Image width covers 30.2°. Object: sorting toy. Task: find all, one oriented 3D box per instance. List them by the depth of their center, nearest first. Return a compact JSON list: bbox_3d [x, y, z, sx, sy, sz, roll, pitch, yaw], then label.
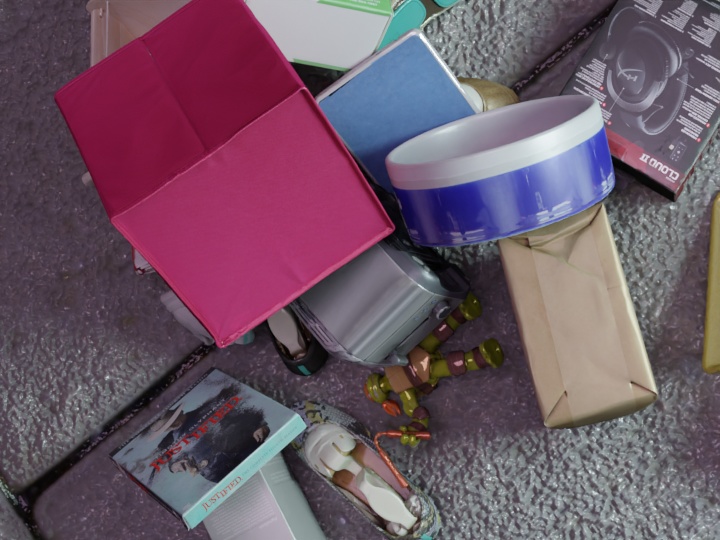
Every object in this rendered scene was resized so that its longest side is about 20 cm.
[{"bbox_3d":[-0.195,-0.197,1.344,0.180,0.106,0.201,-20,66,48],"label":"sorting toy"}]

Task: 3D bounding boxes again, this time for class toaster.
[{"bbox_3d":[0.000,0.000,1.289,0.129,0.113,0.200,-50,61,17],"label":"toaster"}]

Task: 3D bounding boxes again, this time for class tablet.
[{"bbox_3d":[0.061,-0.128,1.320,0.130,0.014,0.200,-33,114,17],"label":"tablet"}]

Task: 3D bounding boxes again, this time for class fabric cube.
[{"bbox_3d":[-0.123,-0.094,1.188,0.200,0.196,0.200,-33,46,0],"label":"fabric cube"}]

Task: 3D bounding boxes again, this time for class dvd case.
[{"bbox_3d":[-0.154,0.168,1.304,0.146,0.200,0.022,-40,115,-17],"label":"dvd case"}]

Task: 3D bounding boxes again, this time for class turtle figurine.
[{"bbox_3d":[0.063,0.103,1.330,0.161,0.064,0.201,-30,63,25],"label":"turtle figurine"}]

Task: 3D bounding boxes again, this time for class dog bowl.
[{"bbox_3d":[0.127,-0.092,1.213,0.199,0.200,0.079,-14,105,11],"label":"dog bowl"}]

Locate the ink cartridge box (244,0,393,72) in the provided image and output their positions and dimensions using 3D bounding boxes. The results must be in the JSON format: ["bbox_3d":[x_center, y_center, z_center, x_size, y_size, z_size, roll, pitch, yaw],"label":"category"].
[{"bbox_3d":[-0.061,-0.300,1.313,0.145,0.084,0.201,7,48,-20],"label":"ink cartridge box"}]

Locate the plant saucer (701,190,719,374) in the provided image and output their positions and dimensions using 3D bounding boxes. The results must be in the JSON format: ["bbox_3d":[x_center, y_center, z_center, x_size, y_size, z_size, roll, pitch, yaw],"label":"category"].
[{"bbox_3d":[0.401,-0.013,1.205,0.048,0.200,0.201,23,60,-23],"label":"plant saucer"}]

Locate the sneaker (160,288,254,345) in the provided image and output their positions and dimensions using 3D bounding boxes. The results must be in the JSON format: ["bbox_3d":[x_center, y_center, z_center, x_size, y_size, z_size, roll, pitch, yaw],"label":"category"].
[{"bbox_3d":[-0.129,0.035,1.334,0.075,0.200,0.089,-36,99,-25],"label":"sneaker"}]

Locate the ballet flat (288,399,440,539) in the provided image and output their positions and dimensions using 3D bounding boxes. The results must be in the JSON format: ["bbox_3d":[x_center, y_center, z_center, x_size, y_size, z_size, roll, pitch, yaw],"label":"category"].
[{"bbox_3d":[-0.002,0.201,1.340,0.200,0.072,0.072,40,94,13],"label":"ballet flat"}]

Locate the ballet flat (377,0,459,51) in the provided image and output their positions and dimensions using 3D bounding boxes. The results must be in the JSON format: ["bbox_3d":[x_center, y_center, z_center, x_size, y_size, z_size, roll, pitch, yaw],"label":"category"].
[{"bbox_3d":[0.055,-0.285,1.368,0.200,0.068,0.062,-43,39,-6],"label":"ballet flat"}]

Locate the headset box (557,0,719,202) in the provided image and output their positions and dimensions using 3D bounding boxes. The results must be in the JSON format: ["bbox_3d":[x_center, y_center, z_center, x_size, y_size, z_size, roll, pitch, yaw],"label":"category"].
[{"bbox_3d":[0.287,-0.174,1.303,0.148,0.077,0.201,32,93,13],"label":"headset box"}]

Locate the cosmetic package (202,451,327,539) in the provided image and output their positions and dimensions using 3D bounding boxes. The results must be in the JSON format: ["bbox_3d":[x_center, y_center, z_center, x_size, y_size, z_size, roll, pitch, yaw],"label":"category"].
[{"bbox_3d":[-0.091,0.267,1.335,0.090,0.107,0.201,-27,79,9],"label":"cosmetic package"}]

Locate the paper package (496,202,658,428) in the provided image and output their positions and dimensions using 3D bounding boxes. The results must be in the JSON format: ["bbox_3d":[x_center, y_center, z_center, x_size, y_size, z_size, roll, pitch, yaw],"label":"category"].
[{"bbox_3d":[0.202,0.048,1.241,0.103,0.200,0.192,-16,81,9],"label":"paper package"}]

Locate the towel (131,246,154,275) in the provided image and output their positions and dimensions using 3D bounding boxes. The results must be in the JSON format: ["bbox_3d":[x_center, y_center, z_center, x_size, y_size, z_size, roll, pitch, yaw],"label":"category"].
[{"bbox_3d":[-0.154,-0.086,1.393,0.199,0.023,0.145,-19,57,11],"label":"towel"}]

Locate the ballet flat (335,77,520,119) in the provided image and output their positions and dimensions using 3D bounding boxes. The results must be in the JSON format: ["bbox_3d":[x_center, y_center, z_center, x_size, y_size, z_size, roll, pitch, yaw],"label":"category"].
[{"bbox_3d":[0.061,-0.170,1.353,0.199,0.072,0.068,10,94,12],"label":"ballet flat"}]

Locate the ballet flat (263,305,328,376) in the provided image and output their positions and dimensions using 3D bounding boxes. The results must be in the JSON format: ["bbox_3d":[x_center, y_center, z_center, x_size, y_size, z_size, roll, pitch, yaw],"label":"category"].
[{"bbox_3d":[-0.086,0.012,1.373,0.068,0.068,0.201,-27,80,11],"label":"ballet flat"}]
